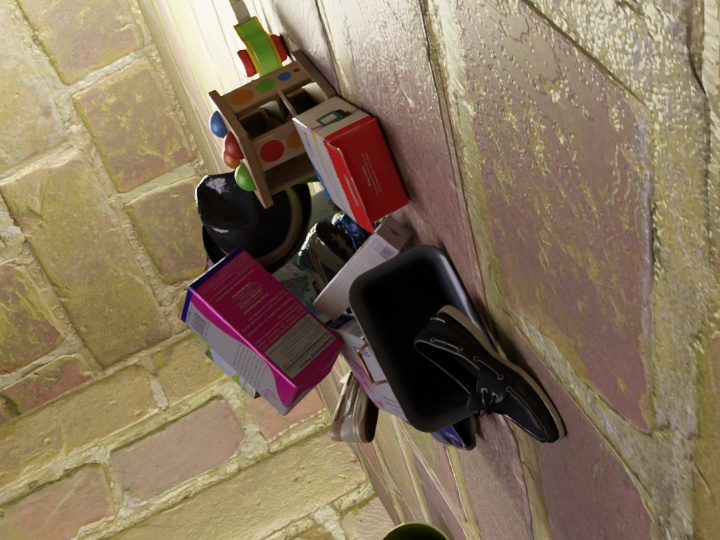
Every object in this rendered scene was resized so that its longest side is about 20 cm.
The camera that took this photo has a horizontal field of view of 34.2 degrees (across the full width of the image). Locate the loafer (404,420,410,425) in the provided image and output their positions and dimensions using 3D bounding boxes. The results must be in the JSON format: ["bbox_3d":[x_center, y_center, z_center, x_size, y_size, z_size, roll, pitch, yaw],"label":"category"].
[{"bbox_3d":[0.076,0.142,1.745,0.070,0.075,0.200,-73,-31,-65],"label":"loafer"}]

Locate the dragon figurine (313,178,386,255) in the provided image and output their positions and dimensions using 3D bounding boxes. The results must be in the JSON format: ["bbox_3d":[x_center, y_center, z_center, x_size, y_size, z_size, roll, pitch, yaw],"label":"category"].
[{"bbox_3d":[0.013,-0.044,1.552,0.099,0.059,0.200,47,166,55],"label":"dragon figurine"}]

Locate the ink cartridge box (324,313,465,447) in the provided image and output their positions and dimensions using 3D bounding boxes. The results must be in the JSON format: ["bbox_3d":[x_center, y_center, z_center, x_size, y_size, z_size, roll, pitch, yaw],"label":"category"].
[{"bbox_3d":[0.039,0.152,1.564,0.200,0.043,0.196,57,167,-10],"label":"ink cartridge box"}]

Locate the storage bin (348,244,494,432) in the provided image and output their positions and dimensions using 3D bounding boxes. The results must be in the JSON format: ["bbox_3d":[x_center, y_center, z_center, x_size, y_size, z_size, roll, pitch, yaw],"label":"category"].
[{"bbox_3d":[0.070,0.083,1.394,0.200,0.145,0.134,63,-179,1],"label":"storage bin"}]

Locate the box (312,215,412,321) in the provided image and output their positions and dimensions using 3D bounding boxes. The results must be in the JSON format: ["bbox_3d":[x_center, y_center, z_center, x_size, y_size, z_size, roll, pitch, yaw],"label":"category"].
[{"bbox_3d":[0.000,0.000,1.508,0.041,0.039,0.200,38,141,-2],"label":"box"}]

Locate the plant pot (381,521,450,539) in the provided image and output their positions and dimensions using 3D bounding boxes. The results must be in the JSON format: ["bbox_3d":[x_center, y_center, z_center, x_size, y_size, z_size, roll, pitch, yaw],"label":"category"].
[{"bbox_3d":[0.144,0.654,2.538,0.187,0.187,0.200,59,-175,26],"label":"plant pot"}]

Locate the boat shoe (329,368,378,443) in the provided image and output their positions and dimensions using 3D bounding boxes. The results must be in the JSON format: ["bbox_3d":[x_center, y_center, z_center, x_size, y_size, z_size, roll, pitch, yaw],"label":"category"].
[{"bbox_3d":[-0.002,0.170,1.720,0.200,0.065,0.072,-77,-26,-45],"label":"boat shoe"}]

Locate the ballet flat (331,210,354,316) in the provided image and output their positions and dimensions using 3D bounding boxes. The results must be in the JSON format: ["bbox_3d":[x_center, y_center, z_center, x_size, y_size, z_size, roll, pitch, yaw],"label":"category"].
[{"bbox_3d":[-0.017,0.013,1.707,0.068,0.068,0.201,-50,-49,-75],"label":"ballet flat"}]

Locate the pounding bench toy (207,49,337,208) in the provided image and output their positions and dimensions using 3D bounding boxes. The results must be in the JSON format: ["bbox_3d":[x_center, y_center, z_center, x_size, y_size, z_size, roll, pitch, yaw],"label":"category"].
[{"bbox_3d":[-0.102,-0.159,1.572,0.124,0.156,0.200,54,168,44],"label":"pounding bench toy"}]

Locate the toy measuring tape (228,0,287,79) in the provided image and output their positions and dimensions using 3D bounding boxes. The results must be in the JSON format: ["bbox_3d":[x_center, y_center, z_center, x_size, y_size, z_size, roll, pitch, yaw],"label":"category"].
[{"bbox_3d":[-0.151,-0.334,1.635,0.074,0.073,0.200,50,164,56],"label":"toy measuring tape"}]

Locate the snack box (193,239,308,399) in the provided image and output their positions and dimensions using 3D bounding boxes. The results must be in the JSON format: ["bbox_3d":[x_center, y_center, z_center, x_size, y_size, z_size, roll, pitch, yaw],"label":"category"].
[{"bbox_3d":[-0.167,0.061,1.738,0.169,0.068,0.200,37,127,38],"label":"snack box"}]

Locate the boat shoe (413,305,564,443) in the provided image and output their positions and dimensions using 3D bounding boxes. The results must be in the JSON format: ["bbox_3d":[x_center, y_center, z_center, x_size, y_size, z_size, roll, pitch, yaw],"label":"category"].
[{"bbox_3d":[0.132,0.122,1.255,0.199,0.066,0.075,48,156,24],"label":"boat shoe"}]

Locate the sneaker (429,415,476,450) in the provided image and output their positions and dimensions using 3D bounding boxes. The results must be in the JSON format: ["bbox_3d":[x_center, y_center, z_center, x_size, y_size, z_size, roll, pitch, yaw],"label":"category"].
[{"bbox_3d":[0.108,0.170,1.630,0.200,0.075,0.115,55,169,-17],"label":"sneaker"}]

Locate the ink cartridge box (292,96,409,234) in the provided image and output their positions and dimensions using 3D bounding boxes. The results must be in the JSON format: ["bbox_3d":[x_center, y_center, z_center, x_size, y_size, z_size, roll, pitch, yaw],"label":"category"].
[{"bbox_3d":[-0.008,-0.129,1.401,0.116,0.067,0.200,67,171,-24],"label":"ink cartridge box"}]

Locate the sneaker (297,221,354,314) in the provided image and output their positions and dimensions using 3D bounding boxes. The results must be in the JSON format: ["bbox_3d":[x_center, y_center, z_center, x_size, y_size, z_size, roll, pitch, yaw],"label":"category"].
[{"bbox_3d":[-0.008,0.026,1.642,0.200,0.078,0.086,48,126,9],"label":"sneaker"}]

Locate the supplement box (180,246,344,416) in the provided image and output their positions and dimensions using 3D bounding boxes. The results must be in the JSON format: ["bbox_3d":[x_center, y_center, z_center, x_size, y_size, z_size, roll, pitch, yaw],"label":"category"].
[{"bbox_3d":[-0.133,0.082,1.576,0.200,0.103,0.101,43,149,10],"label":"supplement box"}]

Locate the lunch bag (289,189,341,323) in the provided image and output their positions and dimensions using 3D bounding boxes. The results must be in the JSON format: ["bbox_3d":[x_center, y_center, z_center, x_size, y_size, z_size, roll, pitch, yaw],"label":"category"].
[{"bbox_3d":[-0.072,-0.001,1.812,0.200,0.170,0.127,61,174,15],"label":"lunch bag"}]

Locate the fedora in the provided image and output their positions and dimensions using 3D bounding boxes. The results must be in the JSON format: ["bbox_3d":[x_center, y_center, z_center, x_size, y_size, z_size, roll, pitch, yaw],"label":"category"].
[{"bbox_3d":[-0.167,-0.085,1.640,0.092,0.201,0.201,32,-160,-52],"label":"fedora"}]
